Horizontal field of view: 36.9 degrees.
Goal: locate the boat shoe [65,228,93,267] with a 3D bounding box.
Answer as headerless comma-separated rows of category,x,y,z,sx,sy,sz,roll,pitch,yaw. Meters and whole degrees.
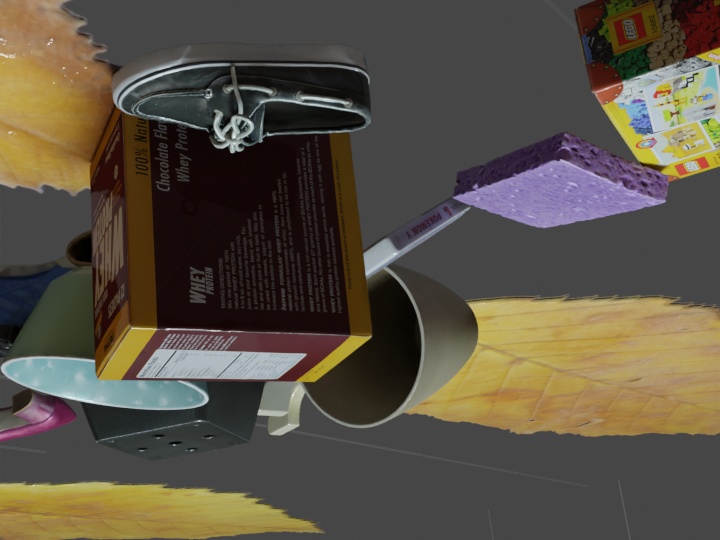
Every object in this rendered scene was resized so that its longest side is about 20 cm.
boat shoe,-0.193,-0.027,1.045,0.198,0.073,0.065,-10,160,22

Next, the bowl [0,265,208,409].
bowl,-0.240,0.063,1.054,0.198,0.106,0.201,5,160,2

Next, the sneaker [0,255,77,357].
sneaker,-0.333,0.048,1.130,0.197,0.112,0.077,-3,159,-9

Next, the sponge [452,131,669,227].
sponge,0.175,-0.076,0.976,0.111,0.030,0.200,18,169,-19

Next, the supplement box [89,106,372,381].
supplement box,-0.115,-0.020,0.906,0.198,0.199,0.133,3,157,-25

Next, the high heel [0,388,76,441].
high heel,-0.523,0.233,1.604,0.199,0.068,0.096,-30,141,18

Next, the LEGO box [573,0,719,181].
LEGO box,0.272,-0.155,0.849,0.148,0.078,0.200,-17,156,24

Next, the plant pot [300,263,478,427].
plant pot,0.050,0.078,1.268,0.186,0.189,0.199,-22,168,34

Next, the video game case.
video game case,0.000,0.000,1.070,0.199,0.023,0.182,-35,178,32

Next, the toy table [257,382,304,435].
toy table,-0.072,0.139,1.436,0.182,0.118,0.200,4,155,-26

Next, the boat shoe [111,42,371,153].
boat shoe,-0.090,-0.126,0.824,0.197,0.069,0.074,-2,158,-11

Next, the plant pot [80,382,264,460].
plant pot,-0.218,0.113,1.240,0.198,0.179,0.200,-11,158,14
